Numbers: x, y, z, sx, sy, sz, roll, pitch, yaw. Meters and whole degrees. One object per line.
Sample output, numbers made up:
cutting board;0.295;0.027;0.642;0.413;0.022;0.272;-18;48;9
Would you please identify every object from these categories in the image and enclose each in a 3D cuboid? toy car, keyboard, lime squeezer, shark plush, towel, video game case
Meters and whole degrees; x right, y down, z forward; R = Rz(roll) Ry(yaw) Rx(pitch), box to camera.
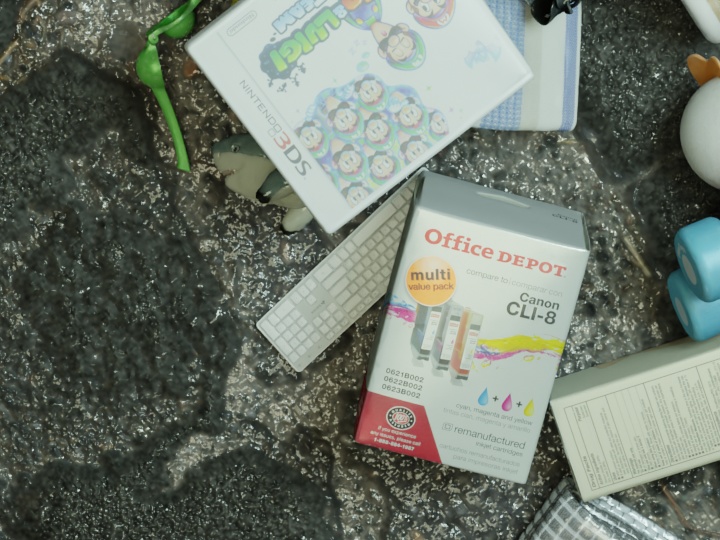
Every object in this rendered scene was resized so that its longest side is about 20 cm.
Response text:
toy car;0.310;-0.080;1.514;0.184;0.177;0.201;-22;69;-3
keyboard;0.000;0.000;1.614;0.200;0.011;0.056;-43;94;12
lime squeezer;-0.144;-0.185;1.580;0.070;0.038;0.201;20;102;2
shark plush;-0.023;-0.111;1.569;0.199;0.091;0.084;-29;66;15
towel;0.086;-0.185;1.505;0.199;0.024;0.148;1;91;-25
video game case;0.001;-0.156;1.427;0.200;0.024;0.182;-37;108;1
towel;0.210;0.293;1.610;0.199;0.086;0.166;32;103;-1

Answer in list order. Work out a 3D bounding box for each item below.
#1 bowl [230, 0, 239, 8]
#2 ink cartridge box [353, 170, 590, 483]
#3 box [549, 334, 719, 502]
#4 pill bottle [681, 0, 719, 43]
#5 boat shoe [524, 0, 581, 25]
bowl;-0.026;-0.179;1.520;0.199;0.108;0.201;1;88;-26
ink cartridge box;0.089;0.041;1.537;0.145;0.145;0.201;14;104;0
box;0.261;0.110;1.572;0.199;0.078;0.095;-17;99;9
pill bottle;0.325;-0.273;1.471;0.200;0.116;0.116;-32;96;11
boat shoe;0.138;-0.224;1.475;0.198;0.074;0.066;10;90;-24
